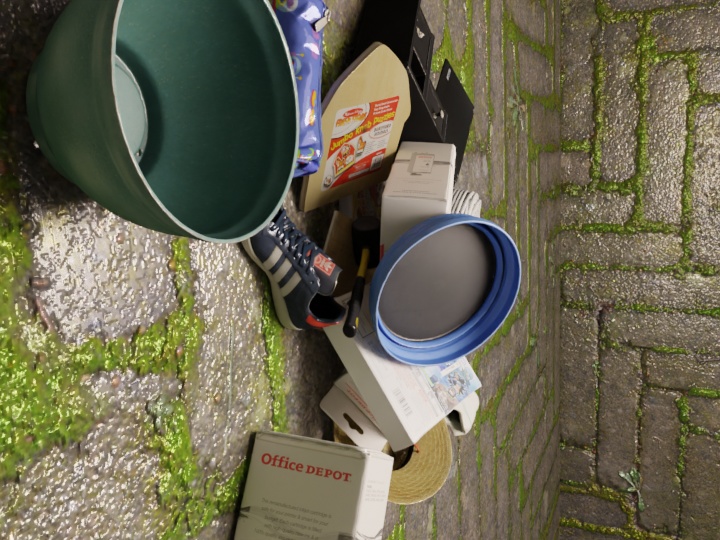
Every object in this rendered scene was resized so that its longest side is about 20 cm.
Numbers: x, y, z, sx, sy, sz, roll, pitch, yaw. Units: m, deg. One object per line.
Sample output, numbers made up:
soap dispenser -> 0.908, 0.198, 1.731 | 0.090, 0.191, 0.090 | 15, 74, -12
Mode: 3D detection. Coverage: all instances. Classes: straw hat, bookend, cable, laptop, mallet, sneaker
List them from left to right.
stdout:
sneaker -> -0.068, -0.015, 0.706 | 0.075, 0.084, 0.201 | -63, 144, -41
mallet -> 0.000, 0.000, 0.765 | 0.200, 0.041, 0.066 | -75, 163, -60
straw hat -> 0.033, 0.251, 0.921 | 0.085, 0.200, 0.202 | -54, -176, 46
bookend -> 0.076, -0.282, 0.939 | 0.200, 0.091, 0.200 | 53, 39, -47
laptop -> 0.135, -0.231, 1.130 | 0.200, 0.103, 0.178 | 129, -18, -59
sneaker -> 0.130, 0.197, 1.066 | 0.200, 0.070, 0.080 | 46, 35, -15
cable -> 0.179, -0.053, 1.201 | 0.201, 0.069, 0.201 | 76, 30, -56

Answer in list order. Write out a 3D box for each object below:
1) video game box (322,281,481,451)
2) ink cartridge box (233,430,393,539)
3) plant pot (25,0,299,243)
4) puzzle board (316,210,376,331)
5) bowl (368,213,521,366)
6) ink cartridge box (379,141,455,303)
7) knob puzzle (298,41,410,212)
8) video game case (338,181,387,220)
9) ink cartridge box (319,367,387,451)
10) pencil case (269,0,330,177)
video game box -> 0.055, 0.106, 0.835 | 0.182, 0.047, 0.201 | -22, 79, -48
ink cartridge box -> -0.056, 0.286, 0.681 | 0.085, 0.145, 0.202 | 36, 60, -60
plant pot -> -0.153, -0.121, 0.467 | 0.200, 0.133, 0.202 | 2, 90, -65
puzzle board -> -0.011, 0.018, 0.880 | 0.200, 0.017, 0.152 | 28, 77, -61
bowl -> 0.101, 0.024, 0.767 | 0.199, 0.039, 0.202 | -12, 122, -19
ink cartridge box -> 0.080, -0.072, 0.855 | 0.200, 0.082, 0.148 | -71, 164, -59
knob puzzle -> -0.005, -0.186, 0.786 | 0.219, 0.030, 0.220 | -40, 151, -28
video game case -> 0.018, -0.148, 0.945 | 0.182, 0.023, 0.202 | -7, 98, -64
ink cartridge box -> 0.044, 0.152, 0.889 | 0.117, 0.067, 0.200 | 45, 46, -3
pencil case -> -0.075, -0.201, 0.677 | 0.078, 0.086, 0.202 | 3, 90, -67
